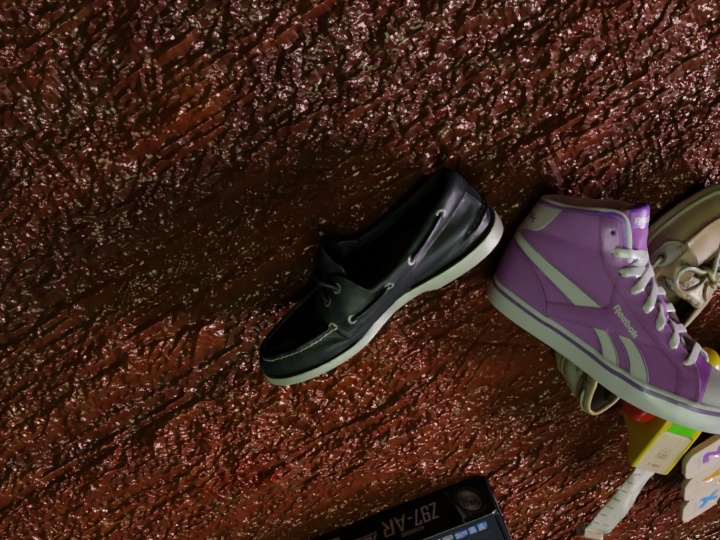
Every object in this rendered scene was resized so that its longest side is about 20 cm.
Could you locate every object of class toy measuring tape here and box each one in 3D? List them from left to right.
[{"bbox_3d":[0.235,0.138,0.763,0.072,0.074,0.202,16,120,-21],"label":"toy measuring tape"}]

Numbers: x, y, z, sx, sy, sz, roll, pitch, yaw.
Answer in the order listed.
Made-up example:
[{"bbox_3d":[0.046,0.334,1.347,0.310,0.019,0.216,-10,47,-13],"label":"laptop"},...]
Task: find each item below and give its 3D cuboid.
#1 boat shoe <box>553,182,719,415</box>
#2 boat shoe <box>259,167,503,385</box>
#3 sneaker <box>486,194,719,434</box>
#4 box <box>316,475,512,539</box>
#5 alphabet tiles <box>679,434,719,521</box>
[{"bbox_3d":[0.229,0.025,0.685,0.072,0.063,0.201,22,118,-24],"label":"boat shoe"},{"bbox_3d":[0.001,0.001,0.618,0.197,0.075,0.066,-32,123,12],"label":"boat shoe"},{"bbox_3d":[0.192,0.021,0.620,0.198,0.072,0.116,32,112,14],"label":"sneaker"},{"bbox_3d":[0.053,0.291,0.854,0.196,0.044,0.162,-21,126,4],"label":"box"},{"bbox_3d":[0.357,0.142,0.790,0.193,0.015,0.202,-29,137,-7],"label":"alphabet tiles"}]
